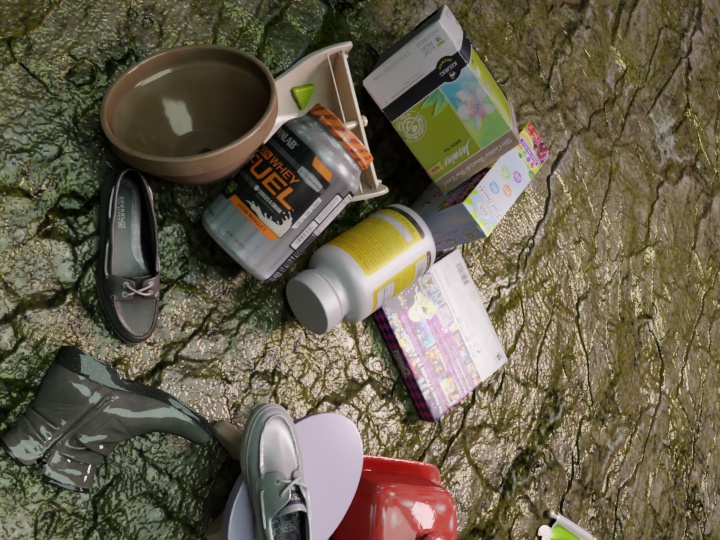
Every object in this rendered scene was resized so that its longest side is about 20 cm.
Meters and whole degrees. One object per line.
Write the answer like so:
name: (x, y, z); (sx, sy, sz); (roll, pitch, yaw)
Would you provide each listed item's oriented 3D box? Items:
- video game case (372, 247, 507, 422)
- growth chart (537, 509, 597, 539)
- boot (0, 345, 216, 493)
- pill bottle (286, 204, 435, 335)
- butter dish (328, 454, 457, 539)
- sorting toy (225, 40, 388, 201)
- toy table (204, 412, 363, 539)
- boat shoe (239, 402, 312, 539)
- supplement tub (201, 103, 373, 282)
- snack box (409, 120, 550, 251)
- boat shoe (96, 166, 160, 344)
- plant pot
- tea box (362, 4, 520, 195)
video game case: (0.122, 0.093, 1.005); (0.180, 0.036, 0.202); (-31, 99, -34)
growth chart: (0.328, 0.505, 1.082); (0.144, 0.018, 0.202); (27, 67, -26)
boot: (-0.268, 0.180, 0.720); (0.199, 0.068, 0.132); (31, 70, -18)
pill bottle: (0.000, 0.000, 0.895); (0.199, 0.111, 0.112); (-34, 100, -34)
butter dish: (0.055, 0.345, 0.848); (0.198, 0.147, 0.202); (16, 72, -30)
sorting toy: (-0.081, -0.177, 0.889); (0.178, 0.107, 0.203); (-19, 102, -23)
toy table: (-0.097, 0.251, 0.782); (0.199, 0.117, 0.186); (-31, 98, -34)
boat shoe: (-0.080, 0.239, 0.683); (0.071, 0.068, 0.203); (7, 76, -33)
supplement tub: (-0.085, -0.094, 0.804); (0.122, 0.123, 0.200); (42, 91, -20)
snack box: (0.163, -0.117, 0.991); (0.068, 0.168, 0.200); (51, 60, -14)
boat shoe: (-0.262, -0.019, 0.756); (0.066, 0.057, 0.203); (-4, 83, -34)
plant pot: (-0.193, -0.168, 0.785); (0.198, 0.093, 0.203); (-1, 55, 1)
tea box: (0.121, -0.250, 0.958); (0.197, 0.133, 0.201); (50, 24, -15)
